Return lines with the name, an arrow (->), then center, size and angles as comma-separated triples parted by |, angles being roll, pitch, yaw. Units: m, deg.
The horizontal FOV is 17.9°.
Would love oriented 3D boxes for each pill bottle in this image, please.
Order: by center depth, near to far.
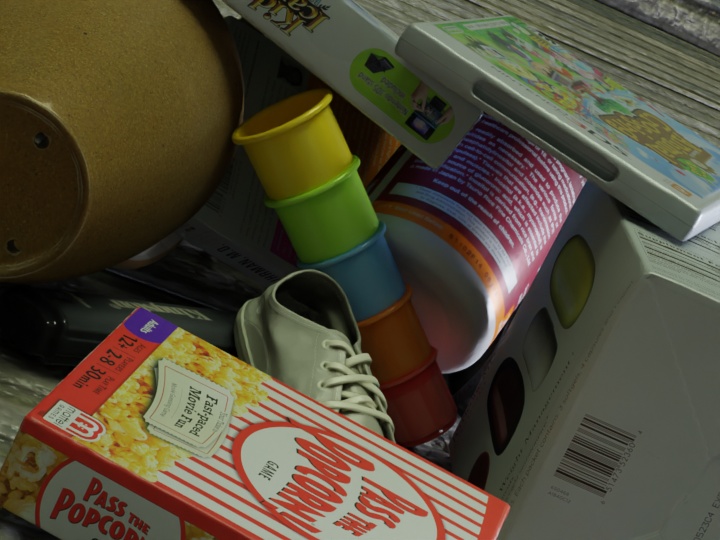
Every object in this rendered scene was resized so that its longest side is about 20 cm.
pill bottle -> 0.070, -0.042, 1.355 | 0.113, 0.113, 0.200 | 30, 53, 11

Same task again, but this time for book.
book -> -0.027, -0.045, 1.367 | 0.048, 0.134, 0.200 | -17, -38, 41

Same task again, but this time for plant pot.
plant pot -> -0.162, -0.068, 1.163 | 0.186, 0.187, 0.200 | 26, 17, -5

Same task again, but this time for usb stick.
usb stick -> -0.105, 0.035, 1.206 | 0.200, 0.033, 0.055 | 8, 25, -49

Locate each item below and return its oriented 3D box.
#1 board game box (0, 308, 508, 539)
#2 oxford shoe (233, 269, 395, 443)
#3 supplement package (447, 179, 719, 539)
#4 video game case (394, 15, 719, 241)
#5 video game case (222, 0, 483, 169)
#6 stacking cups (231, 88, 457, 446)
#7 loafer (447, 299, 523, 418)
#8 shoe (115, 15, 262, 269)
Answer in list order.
board game box -> -0.043, 0.103, 1.011 | 0.200, 0.046, 0.152 | 28, 21, 3
oxford shoe -> -0.015, 0.070, 1.159 | 0.075, 0.058, 0.200 | 23, 29, -34
supplement package -> 0.154, 0.079, 1.196 | 0.147, 0.192, 0.200 | 24, 15, -8
video game case -> 0.125, -0.083, 1.252 | 0.182, 0.022, 0.200 | 35, 16, 12
video game case -> -0.027, -0.144, 1.302 | 0.181, 0.045, 0.200 | 39, 6, -14
stacking cups -> 0.000, 0.000, 1.252 | 0.200, 0.060, 0.061 | 63, 5, -18
loafer -> 0.076, 0.032, 1.412 | 0.070, 0.068, 0.201 | 44, 22, -10
shoe -> -0.106, -0.083, 1.372 | 0.070, 0.053, 0.200 | 32, 51, -3
